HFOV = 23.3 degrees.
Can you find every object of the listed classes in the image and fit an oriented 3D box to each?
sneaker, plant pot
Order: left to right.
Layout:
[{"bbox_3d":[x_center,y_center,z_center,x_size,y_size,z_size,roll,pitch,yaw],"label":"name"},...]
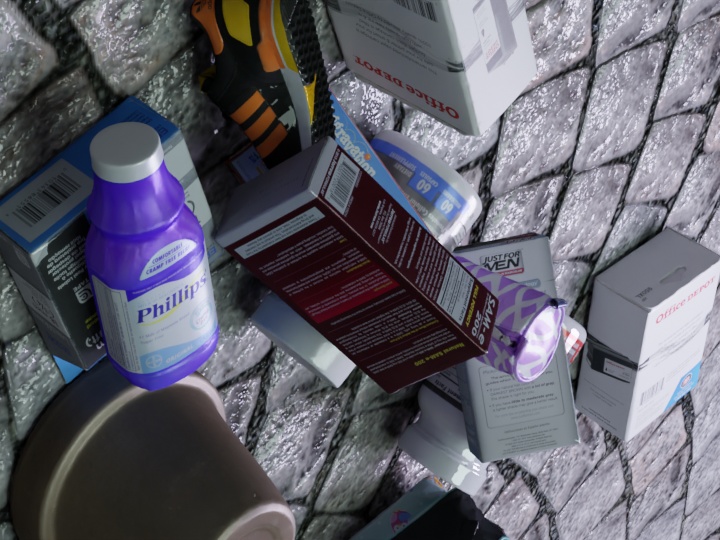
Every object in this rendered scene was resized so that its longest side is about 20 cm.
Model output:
[{"bbox_3d":[-0.149,0.189,1.384,0.200,0.174,0.201,-34,142,-32],"label":"plant pot"},{"bbox_3d":[-0.074,-0.129,1.308,0.070,0.089,0.201,-75,162,-45],"label":"sneaker"}]

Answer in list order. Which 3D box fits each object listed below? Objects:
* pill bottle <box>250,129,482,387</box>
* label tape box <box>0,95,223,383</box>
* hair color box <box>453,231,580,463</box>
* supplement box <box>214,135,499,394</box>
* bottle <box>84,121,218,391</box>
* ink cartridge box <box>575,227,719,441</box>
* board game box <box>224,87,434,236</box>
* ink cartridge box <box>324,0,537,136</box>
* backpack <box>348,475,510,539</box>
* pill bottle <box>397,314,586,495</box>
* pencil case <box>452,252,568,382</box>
[{"bbox_3d":[0.003,-0.008,1.474,0.200,0.114,0.114,-53,147,-8],"label":"pill bottle"},{"bbox_3d":[-0.176,-0.006,1.285,0.144,0.063,0.201,-42,144,-22],"label":"label tape box"},{"bbox_3d":[0.140,0.072,1.654,0.098,0.061,0.201,-10,97,-7],"label":"hair color box"},{"bbox_3d":[0.000,0.000,1.320,0.200,0.109,0.061,43,44,-25],"label":"supplement box"},{"bbox_3d":[-0.147,-0.010,1.200,0.083,0.065,0.201,-33,140,-28],"label":"bottle"},{"bbox_3d":[0.330,0.072,2.007,0.144,0.084,0.201,-32,140,-35],"label":"ink cartridge box"},{"bbox_3d":[-0.011,-0.038,1.397,0.103,0.019,0.200,-39,105,-11],"label":"board game box"},{"bbox_3d":[0.044,-0.217,1.325,0.083,0.146,0.200,-47,147,-19],"label":"ink cartridge box"},{"bbox_3d":[0.078,0.324,1.814,0.176,0.153,0.200,-40,138,-6],"label":"backpack"},{"bbox_3d":[0.128,0.115,1.745,0.201,0.116,0.116,-57,148,0],"label":"pill bottle"},{"bbox_3d":[0.084,0.031,1.541,0.085,0.199,0.084,-20,126,-51],"label":"pencil case"}]
